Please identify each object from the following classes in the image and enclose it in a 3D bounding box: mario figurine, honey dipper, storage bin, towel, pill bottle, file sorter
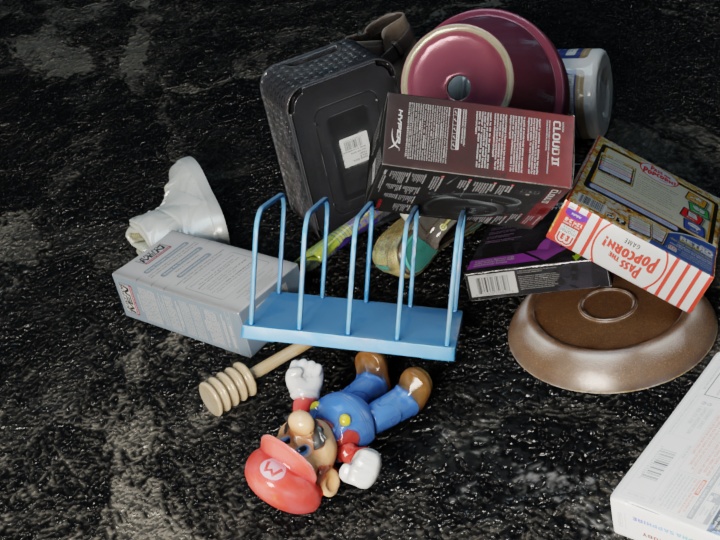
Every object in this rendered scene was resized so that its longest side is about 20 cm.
[{"bbox_3d":[-0.022,0.127,0.991,0.123,0.106,0.200,-23,10,46],"label":"mario figurine"},{"bbox_3d":[-0.072,0.082,1.156,0.199,0.038,0.038,-30,35,-30],"label":"honey dipper"},{"bbox_3d":[-0.023,-0.151,1.342,0.134,0.201,0.094,-22,33,-15],"label":"storage bin"},{"bbox_3d":[0.019,-0.061,1.264,0.199,0.023,0.144,-35,1,-15],"label":"towel"},{"bbox_3d":[0.211,-0.222,1.454,0.199,0.112,0.111,3,35,24],"label":"pill bottle"},{"bbox_3d":[0.000,0.000,1.101,0.198,0.124,0.139,5,12,7],"label":"file sorter"}]

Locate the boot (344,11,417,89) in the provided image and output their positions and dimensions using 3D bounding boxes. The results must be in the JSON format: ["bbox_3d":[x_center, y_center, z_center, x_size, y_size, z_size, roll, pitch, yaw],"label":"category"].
[{"bbox_3d":[0.064,-0.280,1.566,0.199,0.147,0.070,-29,33,-25],"label":"boot"}]

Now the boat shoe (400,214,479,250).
[{"bbox_3d":[0.138,-0.083,1.241,0.200,0.072,0.061,-28,67,-24],"label":"boat shoe"}]

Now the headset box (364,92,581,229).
[{"bbox_3d":[0.111,-0.102,1.116,0.198,0.078,0.149,5,-13,-4],"label":"headset box"}]

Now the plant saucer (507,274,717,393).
[{"bbox_3d":[0.239,0.043,1.105,0.199,0.032,0.201,-10,31,6],"label":"plant saucer"}]

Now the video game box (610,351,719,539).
[{"bbox_3d":[0.321,0.155,0.884,0.181,0.047,0.200,14,41,39],"label":"video game box"}]

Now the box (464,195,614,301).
[{"bbox_3d":[0.197,-0.032,1.194,0.142,0.036,0.200,-7,21,21],"label":"box"}]

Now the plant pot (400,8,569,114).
[{"bbox_3d":[0.131,-0.207,1.317,0.199,0.202,0.179,-1,2,18],"label":"plant pot"}]

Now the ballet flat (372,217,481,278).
[{"bbox_3d":[0.084,-0.057,1.292,0.070,0.071,0.200,15,42,38],"label":"ballet flat"}]

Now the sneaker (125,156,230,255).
[{"bbox_3d":[-0.241,-0.075,1.426,0.115,0.074,0.200,-17,33,-12],"label":"sneaker"}]

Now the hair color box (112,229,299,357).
[{"bbox_3d":[-0.166,0.022,1.259,0.199,0.061,0.099,15,41,36],"label":"hair color box"}]

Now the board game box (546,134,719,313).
[{"bbox_3d":[0.276,-0.052,1.127,0.151,0.046,0.200,29,31,7],"label":"board game box"}]
